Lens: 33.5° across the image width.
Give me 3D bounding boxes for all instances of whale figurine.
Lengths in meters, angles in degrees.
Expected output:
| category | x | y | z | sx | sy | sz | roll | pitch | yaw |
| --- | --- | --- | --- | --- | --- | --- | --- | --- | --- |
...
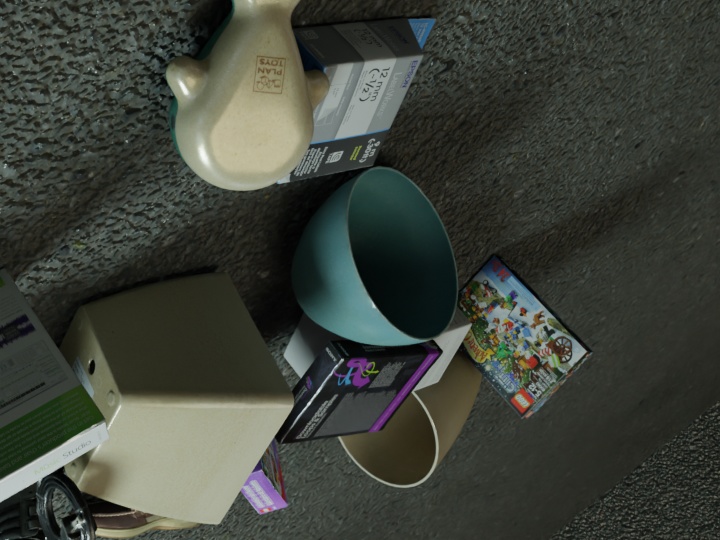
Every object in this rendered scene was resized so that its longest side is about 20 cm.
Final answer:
| category | x | y | z | sx | sy | sz | roll | pitch | yaw |
| --- | --- | --- | --- | --- | --- | --- | --- | --- | --- |
| whale figurine | -0.104 | -0.175 | 1.062 | 0.158 | 0.104 | 0.202 | -2 | 111 | -31 |

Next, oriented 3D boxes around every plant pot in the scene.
| category | x | y | z | sx | sy | sz | roll | pitch | yaw |
| --- | --- | --- | --- | --- | --- | --- | --- | --- | --- |
| plant pot | 0.088 | 0.186 | 1.761 | 0.200 | 0.187 | 0.188 | -32 | 155 | -47 |
| plant pot | 0.000 | 0.000 | 1.362 | 0.134 | 0.202 | 0.199 | -21 | 167 | 35 |
| plant pot | -0.219 | 0.133 | 1.254 | 0.176 | 0.200 | 0.201 | 5 | 129 | -39 |

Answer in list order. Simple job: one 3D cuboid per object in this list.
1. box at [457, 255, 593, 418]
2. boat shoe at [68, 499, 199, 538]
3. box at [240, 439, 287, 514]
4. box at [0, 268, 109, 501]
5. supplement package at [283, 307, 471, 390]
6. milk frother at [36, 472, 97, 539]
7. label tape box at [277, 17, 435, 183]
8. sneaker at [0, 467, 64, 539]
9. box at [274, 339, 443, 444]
| category | x | y | z | sx | sy | sz | roll | pitch | yaw |
| --- | --- | --- | --- | --- | --- | --- | --- | --- | --- |
| box | 0.221 | 0.096 | 1.746 | 0.137 | 0.200 | 0.038 | -48 | 156 | 13 |
| boat shoe | -0.285 | 0.296 | 1.543 | 0.199 | 0.072 | 0.073 | 5 | 98 | -42 |
| box | -0.134 | 0.166 | 1.389 | 0.039 | 0.201 | 0.137 | -16 | 151 | 2 |
| box | -0.328 | 0.104 | 1.040 | 0.144 | 0.200 | 0.036 | -29 | 147 | -21 |
| supplement package | 0.023 | 0.091 | 1.566 | 0.199 | 0.121 | 0.120 | -16 | 144 | -42 |
| milk frother | -0.373 | 0.211 | 1.139 | 0.187 | 0.200 | 0.181 | -28 | 151 | -24 |
| label tape box | -0.003 | -0.174 | 1.208 | 0.199 | 0.066 | 0.144 | -14 | 142 | -40 |
| sneaker | -0.349 | 0.241 | 1.326 | 0.200 | 0.099 | 0.071 | -41 | 151 | -4 |
| box | -0.004 | 0.140 | 1.435 | 0.199 | 0.036 | 0.143 | 0 | 132 | -53 |
